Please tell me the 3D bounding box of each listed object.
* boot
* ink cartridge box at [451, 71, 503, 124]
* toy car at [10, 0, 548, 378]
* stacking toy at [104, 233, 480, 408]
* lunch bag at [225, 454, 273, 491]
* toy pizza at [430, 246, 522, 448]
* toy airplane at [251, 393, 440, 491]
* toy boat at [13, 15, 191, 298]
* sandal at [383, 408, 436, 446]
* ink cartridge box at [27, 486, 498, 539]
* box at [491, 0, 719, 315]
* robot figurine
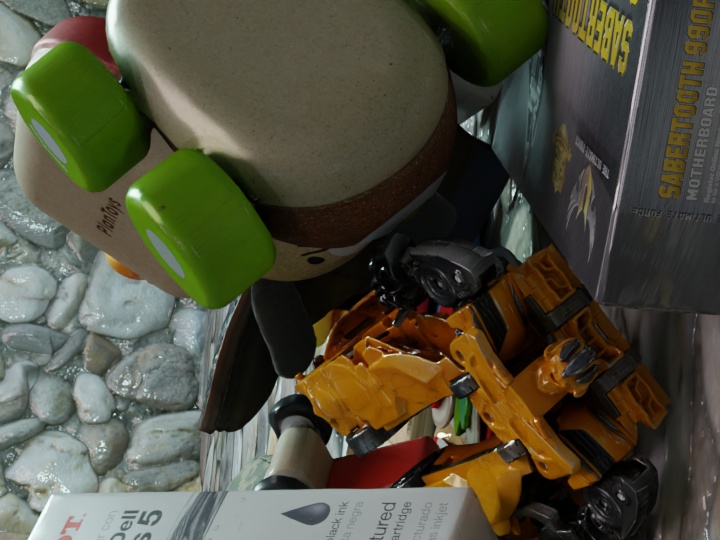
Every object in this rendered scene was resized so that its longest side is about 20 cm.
[{"bbox_3d":[0.000,0.000,0.890,0.201,0.096,0.075,-66,4,-21],"label":"boot"},{"bbox_3d":[0.003,-0.119,0.998,0.068,0.115,0.200,-61,10,-16],"label":"ink cartridge box"},{"bbox_3d":[-0.016,-0.036,0.780,0.158,0.164,0.200,41,164,35],"label":"toy car"},{"bbox_3d":[-0.039,-0.004,1.045,0.116,0.198,0.110,-93,10,-64],"label":"stacking toy"},{"bbox_3d":[-0.040,0.213,1.214,0.164,0.117,0.202,161,110,-81],"label":"lunch bag"},{"bbox_3d":[0.050,0.088,0.916,0.200,0.031,0.202,-175,90,-81],"label":"toy pizza"},{"bbox_3d":[-0.040,0.168,0.917,0.201,0.141,0.199,-57,17,-15],"label":"toy airplane"},{"bbox_3d":[-0.088,-0.075,0.933,0.131,0.130,0.200,-57,2,-20],"label":"toy boat"},{"bbox_3d":[-0.006,0.146,1.091,0.077,0.069,0.213,-2,79,48],"label":"sandal"},{"bbox_3d":[-0.052,0.163,0.733,0.084,0.199,0.146,63,-145,-36],"label":"ink cartridge box"},{"bbox_3d":[0.097,-0.092,0.695,0.200,0.048,0.160,-108,25,-70],"label":"box"},{"bbox_3d":[0.046,0.051,0.741,0.145,0.058,0.200,53,154,-1],"label":"robot figurine"}]
